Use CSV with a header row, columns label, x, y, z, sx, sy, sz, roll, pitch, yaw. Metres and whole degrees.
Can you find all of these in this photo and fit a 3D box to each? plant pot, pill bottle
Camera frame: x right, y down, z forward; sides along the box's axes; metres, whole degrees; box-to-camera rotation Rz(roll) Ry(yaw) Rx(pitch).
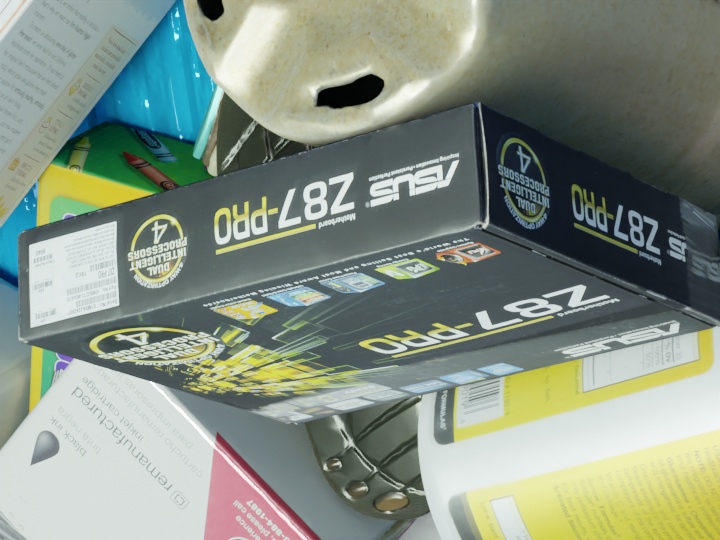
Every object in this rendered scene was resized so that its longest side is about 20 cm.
label,x,y,z,sx,sy,sz,roll,pitch,yaw
plant pot,0.042,-0.106,0.961,0.200,0.183,0.200,-3,85,36
pill bottle,0.130,0.057,1.007,0.200,0.112,0.112,-17,99,31

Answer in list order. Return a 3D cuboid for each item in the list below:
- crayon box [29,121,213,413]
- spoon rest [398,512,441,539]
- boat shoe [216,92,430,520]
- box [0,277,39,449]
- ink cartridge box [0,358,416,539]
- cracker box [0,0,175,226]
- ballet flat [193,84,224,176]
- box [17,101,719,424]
label,x,y,z,sx,sy,sz,roll,pitch,yaw
crayon box,-0.085,0.046,1.200,0.119,0.058,0.200,16,115,23
spoon rest,0.051,0.082,1.136,0.099,0.061,0.200,46,124,7
boat shoe,0.000,0.000,1.088,0.076,0.074,0.200,-12,95,32
box,-0.268,0.097,1.239,0.171,0.199,0.200,29,122,17
ink cartridge box,-0.091,0.121,1.147,0.147,0.083,0.200,45,123,6
cracker box,-0.160,-0.080,1.102,0.058,0.134,0.200,39,90,13
ballet flat,-0.018,-0.124,1.104,0.069,0.069,0.200,26,121,19
box,0.004,0.003,0.947,0.200,0.161,0.049,-14,71,32
